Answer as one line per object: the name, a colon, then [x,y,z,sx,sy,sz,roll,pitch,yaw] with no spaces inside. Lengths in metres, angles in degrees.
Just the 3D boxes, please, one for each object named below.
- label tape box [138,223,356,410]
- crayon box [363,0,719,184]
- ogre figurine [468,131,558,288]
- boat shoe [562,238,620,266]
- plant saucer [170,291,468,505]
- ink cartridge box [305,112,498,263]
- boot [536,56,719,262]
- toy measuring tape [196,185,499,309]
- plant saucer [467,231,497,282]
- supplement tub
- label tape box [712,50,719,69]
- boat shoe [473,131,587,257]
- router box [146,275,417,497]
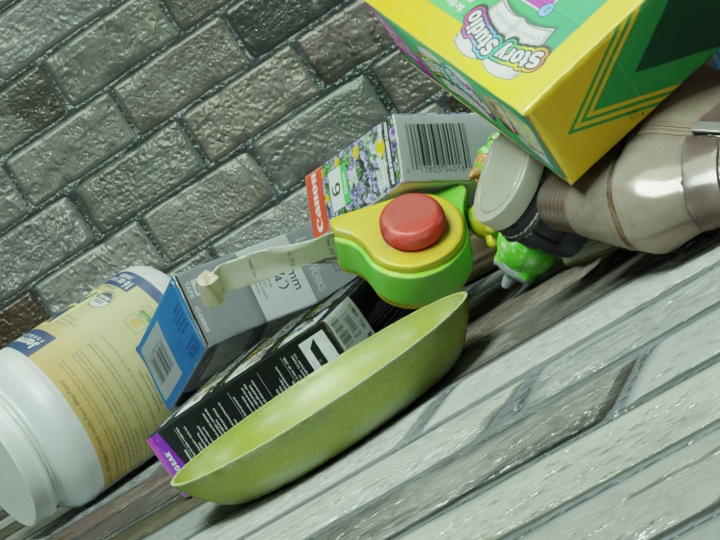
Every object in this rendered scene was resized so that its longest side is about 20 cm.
label tape box: [-0.057,0.022,1.655,0.199,0.064,0.144,-22,-14,-23]
crayon box: [0.116,-0.155,1.159,0.172,0.058,0.200,-43,34,-2]
ogre figurine: [0.133,-0.067,1.316,0.120,0.098,0.200,-47,3,-34]
boat shoe: [0.186,-0.075,1.247,0.199,0.065,0.072,-34,5,-10]
plant saucer: [-0.016,0.078,1.232,0.199,0.031,0.200,-33,3,2]
ink cartridge box: [0.026,-0.053,1.466,0.108,0.051,0.200,-2,-14,-28]
boot: [0.182,-0.080,1.125,0.146,0.070,0.200,-7,40,48]
toy measuring tape: [0.000,0.000,1.352,0.198,0.074,0.074,-18,2,-5]
plant saucer: [0.139,-0.050,1.629,0.199,0.030,0.200,-32,3,2]
supplement tub: [-0.221,0.103,1.774,0.199,0.145,0.144,-34,4,-26]
label tape box: [0.217,-0.150,1.350,0.063,0.145,0.200,-33,3,-16]
boat shoe: [0.123,-0.098,1.219,0.073,0.062,0.201,-25,39,58]
router box: [-0.045,0.067,1.459,0.149,0.051,0.200,-34,3,18]
